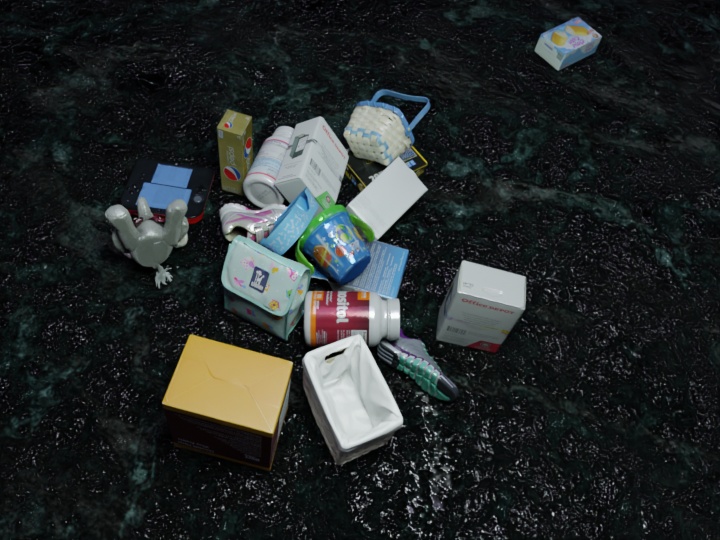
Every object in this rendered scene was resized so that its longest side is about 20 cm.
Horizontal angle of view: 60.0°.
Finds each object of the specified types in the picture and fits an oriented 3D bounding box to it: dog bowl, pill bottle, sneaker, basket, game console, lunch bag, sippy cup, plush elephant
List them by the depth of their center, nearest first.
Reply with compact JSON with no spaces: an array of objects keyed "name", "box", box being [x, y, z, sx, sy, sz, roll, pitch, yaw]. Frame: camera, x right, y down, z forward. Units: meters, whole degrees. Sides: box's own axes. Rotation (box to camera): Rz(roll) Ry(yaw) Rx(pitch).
[{"name":"basket","box":[-0.023,0.254,1.216,0.133,0.124,0.203,-17,61,-21]},{"name":"lunch bag","box":[-0.195,0.028,1.292,0.167,0.202,0.123,26,55,8]},{"name":"pill bottle","box":[-0.017,0.101,1.297,0.194,0.114,0.115,0,55,-1]},{"name":"sneaker","box":[0.134,0.190,1.321,0.198,0.075,0.088,34,52,14]},{"name":"dog bowl","box":[-0.144,-0.102,1.322,0.049,0.111,0.201,42,27,-13]},{"name":"sippy cup","box":[-0.048,-0.047,1.348,0.177,0.140,0.131,-40,75,-3]},{"name":"plush elephant","box":[-0.460,-0.086,1.361,0.161,0.204,0.155,-15,36,-21]},{"name":"sneaker","box":[-0.229,-0.095,1.427,0.194,0.082,0.090,0,50,-1]},{"name":"game console","box":[-0.463,-0.196,1.502,0.194,0.031,0.181,9,55,-5]},{"name":"pill bottle","box":[-0.209,-0.258,1.541,0.106,0.110,0.203,17,54,2]},{"name":"basket","box":[0.061,-0.373,1.575,0.174,0.140,0.202,23,72,39]}]

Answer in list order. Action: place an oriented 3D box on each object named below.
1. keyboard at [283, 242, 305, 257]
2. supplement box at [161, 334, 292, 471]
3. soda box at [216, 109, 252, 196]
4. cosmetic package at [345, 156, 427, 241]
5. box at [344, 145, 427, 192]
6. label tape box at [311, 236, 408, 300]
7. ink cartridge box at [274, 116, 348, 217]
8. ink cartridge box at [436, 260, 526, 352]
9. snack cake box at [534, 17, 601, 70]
[{"name":"keyboard","box":[-0.210,-0.061,1.462,0.194,0.021,0.129,10,49,-2]},{"name":"supplement box","box":[-0.236,0.246,1.136,0.192,0.202,0.135,14,54,0]},{"name":"soda box","box":[-0.295,-0.275,1.480,0.062,0.202,0.069,16,53,3]},{"name":"cosmetic package","box":[0.056,-0.166,1.512,0.113,0.081,0.200,48,64,-1]},{"name":"box","box":[0.055,-0.283,1.643,0.197,0.050,0.161,-27,66,-25]},{"name":"label tape box","box":[0.000,0.000,1.430,0.195,0.067,0.146,14,55,7]},{"name":"ink cartridge box","box":[-0.113,-0.244,1.512,0.082,0.146,0.204,-8,51,31]},{"name":"ink cartridge box","box":[0.254,0.083,1.334,0.144,0.202,0.087,14,54,0]},{"name":"snack cake box","box":[0.686,-0.748,2.058,0.198,0.068,0.115,-31,65,-26]}]
